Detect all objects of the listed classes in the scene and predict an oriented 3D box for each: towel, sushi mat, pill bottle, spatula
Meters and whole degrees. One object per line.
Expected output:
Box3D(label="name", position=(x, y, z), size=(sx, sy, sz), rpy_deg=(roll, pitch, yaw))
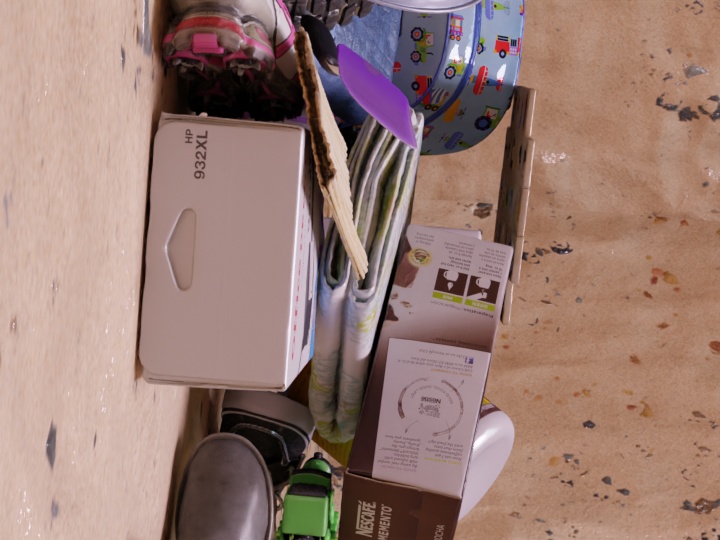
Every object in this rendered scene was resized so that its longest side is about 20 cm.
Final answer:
Box3D(label="towel", position=(0.000, 0.000, 1.289), size=(0.201, 0.048, 0.172), rpy_deg=(95, 9, -57))
Box3D(label="sushi mat", position=(-0.016, -0.064, 1.091), size=(0.200, 0.012, 0.097), rpy_deg=(69, 10, -75))
Box3D(label="pill bottle", position=(0.013, 0.100, 1.410), size=(0.109, 0.200, 0.110), rpy_deg=(-42, 155, -24))
Box3D(label="towel", position=(-0.033, -0.180, 1.244), size=(0.200, 0.048, 0.113), rpy_deg=(34, 58, -59))
Box3D(label="spatula", position=(-0.009, -0.117, 1.052), size=(0.021, 0.056, 0.200), rpy_deg=(-50, -156, 6))

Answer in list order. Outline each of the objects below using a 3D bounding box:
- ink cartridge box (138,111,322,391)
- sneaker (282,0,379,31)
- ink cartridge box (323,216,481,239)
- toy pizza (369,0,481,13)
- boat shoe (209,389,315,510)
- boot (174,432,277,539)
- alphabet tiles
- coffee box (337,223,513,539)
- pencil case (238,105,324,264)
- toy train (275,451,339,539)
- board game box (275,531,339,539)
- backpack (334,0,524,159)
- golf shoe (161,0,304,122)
Box3D(label="ink cartridge box", position=(-0.069, -0.013, 1.082), size=(0.200, 0.083, 0.147), rpy_deg=(-45, 139, -87))
Box3D(label="sneaker", position=(-0.005, -0.214, 1.165), size=(0.090, 0.199, 0.079), rpy_deg=(59, -30, 17))
Box3D(label="ink cartridge box", position=(-0.001, 0.038, 1.544), size=(0.084, 0.198, 0.147), rpy_deg=(90, 4, -67))
Box3D(label="toy pizza", position=(-0.010, -0.213, 1.076), size=(0.032, 0.199, 0.201), rpy_deg=(-54, -161, 37))
Box3D(label="boat shoe", position=(-0.079, 0.139, 1.375), size=(0.199, 0.073, 0.069), rpy_deg=(120, -12, -70))
Box3D(label="boot", position=(-0.098, 0.174, 1.100), size=(0.200, 0.072, 0.184), rpy_deg=(62, 30, -74))
Box3D(label="alphabet tiles", position=(0.112, -0.052, 1.369), size=(0.200, 0.006, 0.168), rpy_deg=(-87, -176, -83))
Box3D(label="coffee box", position=(0.044, 0.086, 1.268), size=(0.113, 0.079, 0.201), rpy_deg=(97, 6, -56))
Box3D(label="pencil case", position=(-0.054, -0.096, 1.342), size=(0.084, 0.085, 0.202), rpy_deg=(-12, -111, 63))
Box3D(label="toy train", position=(-0.036, 0.164, 1.284), size=(0.200, 0.041, 0.057), rpy_deg=(-73, 167, -88))
Box3D(label="board game box", position=(-0.023, 0.246, 1.338), size=(0.048, 0.198, 0.102), rpy_deg=(92, 3, -53))
Box3D(label="backpack", position=(0.025, -0.178, 1.438), size=(0.134, 0.199, 0.184), rpy_deg=(13, 83, -46))
Box3D(label="golf shoe", position=(-0.067, -0.139, 1.059), size=(0.200, 0.072, 0.093), rpy_deg=(83, 10, -80))
